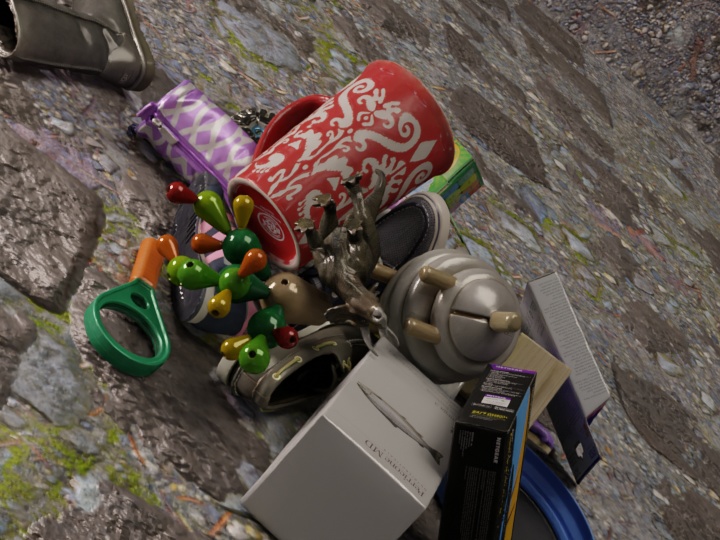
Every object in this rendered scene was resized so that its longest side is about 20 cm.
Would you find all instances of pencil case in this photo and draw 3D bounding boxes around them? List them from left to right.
[{"bbox_3d":[-0.144,-0.107,1.594,0.200,0.084,0.086,44,13,-1],"label":"pencil case"}]

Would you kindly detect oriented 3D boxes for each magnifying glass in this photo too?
[{"bbox_3d":[-0.197,0.027,1.358,0.079,0.022,0.200,36,25,-17],"label":"magnifying glass"}]

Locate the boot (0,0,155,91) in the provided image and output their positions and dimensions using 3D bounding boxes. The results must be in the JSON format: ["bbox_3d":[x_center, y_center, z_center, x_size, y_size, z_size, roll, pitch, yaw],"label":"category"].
[{"bbox_3d":[-0.323,-0.268,1.622,0.199,0.073,0.182,5,41,-47],"label":"boot"}]

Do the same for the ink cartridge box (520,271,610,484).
[{"bbox_3d":[0.226,0.120,1.675,0.196,0.043,0.201,88,-19,-75],"label":"ink cartridge box"}]

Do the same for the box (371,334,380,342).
[{"bbox_3d":[0.057,0.039,1.727,0.160,0.044,0.200,44,23,0],"label":"box"}]

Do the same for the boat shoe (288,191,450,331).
[{"bbox_3d":[0.000,0.000,1.508,0.092,0.200,0.075,-2,49,-50],"label":"boat shoe"}]

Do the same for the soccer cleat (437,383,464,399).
[{"bbox_3d":[0.053,0.110,1.506,0.069,0.085,0.200,49,12,19],"label":"soccer cleat"}]

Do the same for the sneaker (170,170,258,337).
[{"bbox_3d":[-0.133,-0.011,1.464,0.082,0.070,0.201,24,37,-26],"label":"sneaker"}]

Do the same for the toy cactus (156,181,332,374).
[{"bbox_3d":[-0.089,0.007,1.351,0.164,0.102,0.200,19,28,-42],"label":"toy cactus"}]

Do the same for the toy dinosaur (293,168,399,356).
[{"bbox_3d":[-0.011,-0.020,1.395,0.201,0.076,0.103,-88,168,-54],"label":"toy dinosaur"}]

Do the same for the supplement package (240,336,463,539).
[{"bbox_3d":[0.003,0.162,1.320,0.117,0.117,0.200,42,23,0],"label":"supplement package"}]

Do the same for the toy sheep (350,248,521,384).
[{"bbox_3d":[0.079,0.043,1.425,0.137,0.139,0.200,29,-8,-30],"label":"toy sheep"}]

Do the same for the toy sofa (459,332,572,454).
[{"bbox_3d":[0.166,0.122,1.609,0.097,0.083,0.200,38,-4,-2],"label":"toy sofa"}]

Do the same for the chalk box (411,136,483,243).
[{"bbox_3d":[0.067,-0.118,1.872,0.200,0.124,0.124,48,-1,13],"label":"chalk box"}]

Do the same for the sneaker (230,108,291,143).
[{"bbox_3d":[-0.068,-0.088,1.672,0.200,0.090,0.078,41,48,15],"label":"sneaker"}]

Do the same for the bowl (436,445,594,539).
[{"bbox_3d":[0.150,0.236,1.540,0.200,0.039,0.201,36,23,-18],"label":"bowl"}]

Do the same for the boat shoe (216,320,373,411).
[{"bbox_3d":[-0.047,0.090,1.420,0.060,0.072,0.201,41,26,26],"label":"boat shoe"}]

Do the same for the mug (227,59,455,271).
[{"bbox_3d":[-0.032,-0.097,1.531,0.134,0.200,0.177,58,-26,-15],"label":"mug"}]

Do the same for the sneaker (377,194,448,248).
[{"bbox_3d":[0.042,-0.018,1.656,0.201,0.073,0.114,49,27,16],"label":"sneaker"}]

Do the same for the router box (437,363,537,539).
[{"bbox_3d":[0.106,0.199,1.335,0.051,0.201,0.149,11,18,13],"label":"router box"}]
